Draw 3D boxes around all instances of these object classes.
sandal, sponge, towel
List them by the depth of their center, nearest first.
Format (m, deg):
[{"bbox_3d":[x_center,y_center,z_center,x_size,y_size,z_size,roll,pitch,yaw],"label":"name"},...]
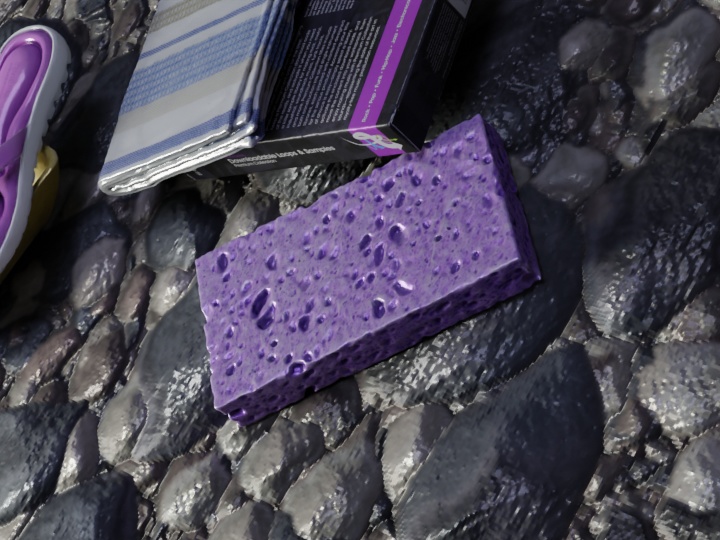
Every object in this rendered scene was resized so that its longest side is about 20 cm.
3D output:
[{"bbox_3d":[0.000,0.000,1.095,0.199,0.030,0.112,-27,48,19],"label":"sponge"},{"bbox_3d":[-0.090,-0.143,1.213,0.146,0.024,0.202,-18,47,41],"label":"towel"},{"bbox_3d":[-0.245,-0.075,1.243,0.082,0.050,0.204,-7,57,32],"label":"sandal"}]

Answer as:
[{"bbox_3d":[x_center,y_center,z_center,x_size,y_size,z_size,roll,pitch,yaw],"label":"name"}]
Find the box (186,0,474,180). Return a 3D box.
[{"bbox_3d":[-0.023,-0.130,1.179,0.199,0.036,0.144,-3,59,43],"label":"box"}]

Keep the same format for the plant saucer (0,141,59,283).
[{"bbox_3d":[-0.299,-0.017,1.311,0.199,0.048,0.201,29,80,44],"label":"plant saucer"}]
